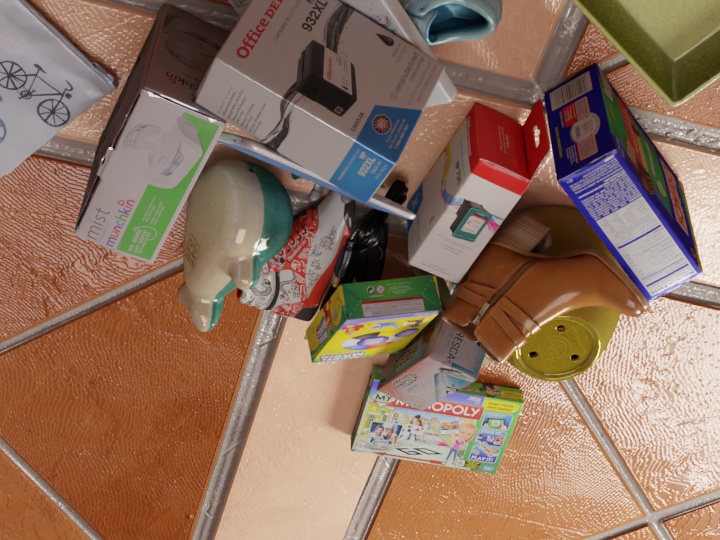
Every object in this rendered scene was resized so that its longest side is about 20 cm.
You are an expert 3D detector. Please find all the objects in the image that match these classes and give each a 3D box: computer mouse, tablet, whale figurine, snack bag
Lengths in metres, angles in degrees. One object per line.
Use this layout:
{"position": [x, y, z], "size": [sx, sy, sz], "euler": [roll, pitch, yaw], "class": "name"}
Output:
{"position": [0.000, 0.000, 1.629], "size": [0.046, 0.140, 0.200], "euler": [33, 125, 6], "class": "computer mouse"}
{"position": [-0.049, -0.100, 1.474], "size": [0.200, 0.130, 0.014], "euler": [22, 91, -25], "class": "tablet"}
{"position": [-0.143, -0.028, 1.612], "size": [0.104, 0.159, 0.200], "euler": [2, 122, -35], "class": "whale figurine"}
{"position": [-0.393, -0.211, 1.537], "size": [0.200, 0.021, 0.189], "euler": [-33, 122, 23], "class": "snack bag"}

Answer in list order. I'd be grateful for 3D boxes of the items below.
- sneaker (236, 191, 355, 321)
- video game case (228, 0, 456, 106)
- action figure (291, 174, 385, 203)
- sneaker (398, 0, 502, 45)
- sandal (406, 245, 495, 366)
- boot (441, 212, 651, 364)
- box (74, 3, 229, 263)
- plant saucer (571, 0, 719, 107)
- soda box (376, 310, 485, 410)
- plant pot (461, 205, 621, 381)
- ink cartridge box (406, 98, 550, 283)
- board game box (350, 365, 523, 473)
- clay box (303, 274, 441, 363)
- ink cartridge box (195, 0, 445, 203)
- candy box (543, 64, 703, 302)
{"position": [-0.081, -0.027, 1.656], "size": [0.108, 0.067, 0.202], "euler": [13, 130, -14], "class": "sneaker"}
{"position": [-0.022, -0.237, 1.468], "size": [0.182, 0.024, 0.200], "euler": [-5, 135, 41], "class": "video game case"}
{"position": [-0.055, -0.157, 1.532], "size": [0.118, 0.055, 0.200], "euler": [3, 138, 25], "class": "action figure"}
{"position": [0.047, -0.267, 1.457], "size": [0.200, 0.082, 0.074], "euler": [-4, 127, 5], "class": "sneaker"}
{"position": [0.086, 0.057, 1.720], "size": [0.070, 0.078, 0.212], "euler": [-26, 130, 20], "class": "sandal"}
{"position": [0.200, 0.041, 1.550], "size": [0.155, 0.200, 0.074], "euler": [-51, 144, -12], "class": "boot"}
{"position": [-0.215, -0.144, 1.493], "size": [0.097, 0.177, 0.200], "euler": [22, 124, -17], "class": "box"}
{"position": [0.340, -0.296, 1.458], "size": [0.200, 0.048, 0.200], "euler": [-36, 121, 25], "class": "plant saucer"}
{"position": [0.086, 0.111, 1.703], "size": [0.068, 0.064, 0.200], "euler": [25, 159, -8], "class": "soda box"}
{"position": [0.222, 0.045, 1.667], "size": [0.200, 0.142, 0.200], "euler": [0, 128, 0], "class": "plant pot"}
{"position": [0.127, -0.099, 1.569], "size": [0.067, 0.116, 0.200], "euler": [23, 124, -16], "class": "ink cartridge box"}
{"position": [0.098, 0.196, 1.858], "size": [0.200, 0.029, 0.135], "euler": [10, 128, -8], "class": "board game box"}
{"position": [0.009, 0.062, 1.651], "size": [0.115, 0.048, 0.200], "euler": [-6, 161, -17], "class": "clay box"}
{"position": [-0.039, -0.184, 1.397], "size": [0.200, 0.145, 0.084], "euler": [30, 147, -5], "class": "ink cartridge box"}
{"position": [0.284, -0.094, 1.541], "size": [0.077, 0.169, 0.200], "euler": [-27, 124, 22], "class": "candy box"}
